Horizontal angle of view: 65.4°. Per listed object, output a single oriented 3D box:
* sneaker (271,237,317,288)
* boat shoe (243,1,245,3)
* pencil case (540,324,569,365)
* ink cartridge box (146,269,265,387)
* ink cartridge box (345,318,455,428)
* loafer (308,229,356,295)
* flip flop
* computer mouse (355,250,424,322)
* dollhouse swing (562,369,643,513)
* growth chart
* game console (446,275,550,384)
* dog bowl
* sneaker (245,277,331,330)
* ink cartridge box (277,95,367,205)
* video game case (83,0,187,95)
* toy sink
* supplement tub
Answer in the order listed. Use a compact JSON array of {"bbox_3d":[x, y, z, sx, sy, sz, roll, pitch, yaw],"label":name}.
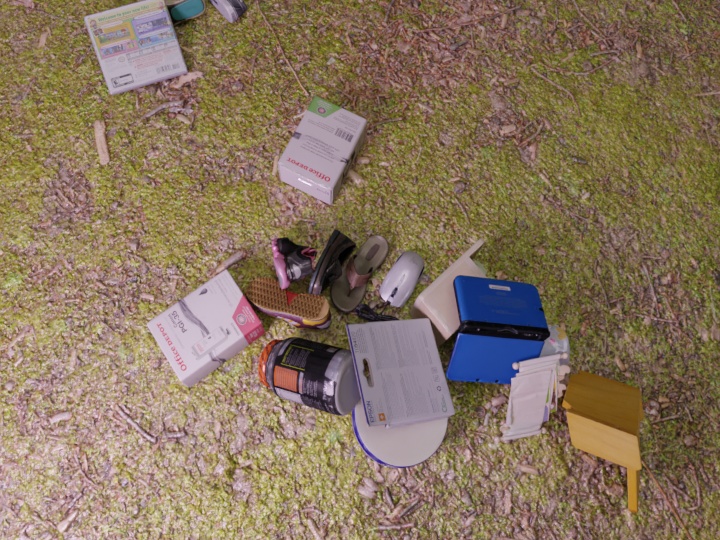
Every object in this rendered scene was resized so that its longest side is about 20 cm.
[{"bbox_3d":[-0.137,-0.026,1.186,0.093,0.201,0.081,-19,114,-4],"label":"sneaker"},{"bbox_3d":[-0.367,-0.735,1.448,0.067,0.072,0.201,-38,81,-13],"label":"boat shoe"},{"bbox_3d":[0.348,0.173,1.202,0.193,0.083,0.094,-6,94,-5],"label":"pencil case"},{"bbox_3d":[-0.319,0.121,1.169,0.198,0.083,0.148,-35,78,-14],"label":"ink cartridge box"},{"bbox_3d":[0.071,0.197,1.088,0.194,0.041,0.205,0,62,-26],"label":"ink cartridge box"},{"bbox_3d":[-0.057,-0.017,1.204,0.061,0.073,0.202,20,40,0],"label":"loafer"},{"bbox_3d":[0.000,0.000,1.246,0.080,0.058,0.202,34,73,7],"label":"flip flop"},{"bbox_3d":[0.079,0.037,1.247,0.108,0.044,0.203,30,72,5],"label":"computer mouse"},{"bbox_3d":[0.487,0.342,1.127,0.177,0.199,0.182,15,112,24],"label":"dollhouse swing"},{"bbox_3d":[0.354,0.261,1.145,0.140,0.018,0.207,-1,112,-16],"label":"growth chart"},{"bbox_3d":[0.266,0.121,1.132,0.193,0.119,0.175,7,55,-17],"label":"game console"},{"bbox_3d":[0.079,0.295,1.146,0.192,0.079,0.207,1,72,-4],"label":"dog bowl"},{"bbox_3d":[-0.155,0.082,1.195,0.194,0.091,0.076,19,61,15],"label":"sneaker"},{"bbox_3d":[-0.088,-0.281,1.316,0.142,0.084,0.204,25,72,4],"label":"ink cartridge box"},{"bbox_3d":[-0.543,-0.548,1.365,0.194,0.022,0.188,-20,98,-10],"label":"video game case"},{"bbox_3d":[0.217,0.053,1.209,0.199,0.131,0.112,-40,79,-16],"label":"toy sink"},{"bbox_3d":[-0.099,0.203,1.110,0.194,0.123,0.126,9,69,30],"label":"supplement tub"}]
